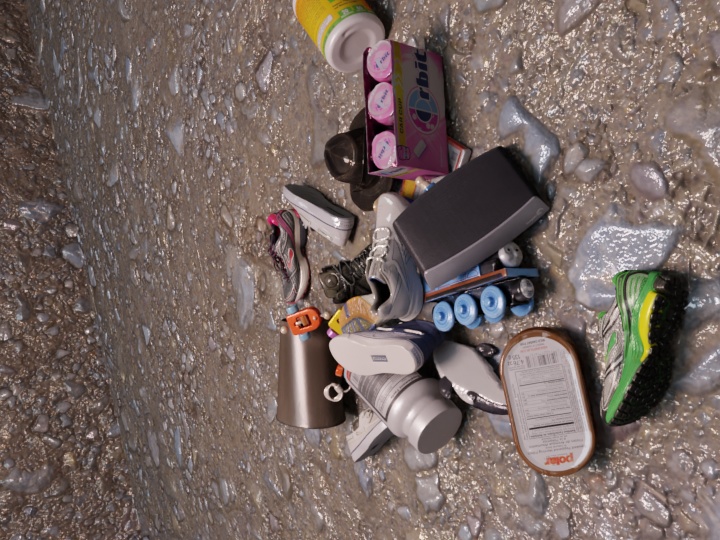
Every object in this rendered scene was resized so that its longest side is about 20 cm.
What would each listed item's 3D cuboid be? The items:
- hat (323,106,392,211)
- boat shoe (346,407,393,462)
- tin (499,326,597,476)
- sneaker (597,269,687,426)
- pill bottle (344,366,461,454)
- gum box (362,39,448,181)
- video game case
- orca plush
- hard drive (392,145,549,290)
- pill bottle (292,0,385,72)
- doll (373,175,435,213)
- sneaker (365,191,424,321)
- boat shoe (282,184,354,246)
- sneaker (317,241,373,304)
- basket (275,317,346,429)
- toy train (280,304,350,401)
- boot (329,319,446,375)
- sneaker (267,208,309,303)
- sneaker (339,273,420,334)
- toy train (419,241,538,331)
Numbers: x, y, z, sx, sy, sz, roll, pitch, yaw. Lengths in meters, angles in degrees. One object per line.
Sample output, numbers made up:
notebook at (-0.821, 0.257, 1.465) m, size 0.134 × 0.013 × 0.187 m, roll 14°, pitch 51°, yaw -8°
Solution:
hat at (-0.016, -0.197, 1.216) m, size 0.200 × 0.080 × 0.202 m, roll 178°, pitch 90°, yaw -65°
boat shoe at (0.023, 0.290, 1.305) m, size 0.070 × 0.071 × 0.200 m, roll 60°, pitch 146°, yaw 22°
tin at (0.252, 0.177, 0.945) m, size 0.111 × 0.042 × 0.201 m, roll -14°, pitch 86°, yaw 23°
sneaker at (0.329, 0.095, 0.850) m, size 0.085 × 0.078 × 0.201 m, roll 27°, pitch 110°, yaw 56°
pill bottle at (0.071, 0.208, 1.179) m, size 0.200 × 0.115 × 0.116 m, roll 42°, pitch 129°, yaw 41°
gum box at (0.069, -0.245, 1.066) m, size 0.066 × 0.113 × 0.201 m, roll -8°, pitch 82°, yaw 48°
video game case at (0.092, -0.173, 1.153) m, size 0.200 × 0.017 × 0.144 m, roll 43°, pitch 130°, yaw 40°
orca plush at (0.195, 0.175, 1.072) m, size 0.199 × 0.071 × 0.106 m, roll 15°, pitch 65°, yaw 41°
hard drive at (0.148, -0.079, 0.987) m, size 0.200 × 0.042 × 0.135 m, roll -35°, pitch 62°, yaw 12°
pill bottle at (-0.050, -0.448, 1.210) m, size 0.201 × 0.111 × 0.111 m, roll 58°, pitch 138°, yaw 28°
doll at (0.105, -0.084, 1.092) m, size 0.199 × 0.048 × 0.137 m, roll 12°, pitch 123°, yaw 45°
sneaker at (0.048, -0.021, 1.066) m, size 0.074 × 0.087 × 0.201 m, roll -8°, pitch 87°, yaw 45°
boat shoe at (-0.092, -0.108, 1.370) m, size 0.200 × 0.073 × 0.067 m, roll 37°, pitch 122°, yaw 43°
sneaker at (0.000, 0.000, 1.237) m, size 0.199 × 0.114 × 0.077 m, roll -46°, pitch 63°, yaw 46°
basket at (-0.103, 0.197, 1.405) m, size 0.180 × 0.135 × 0.201 m, roll -176°, pitch 84°, yaw -66°
toy train at (-0.052, 0.138, 1.320) m, size 0.150 × 0.056 × 0.201 m, roll -25°, pitch 97°, yaw 17°
boot at (0.044, 0.122, 1.141) m, size 0.199 × 0.090 × 0.073 m, roll 1°, pitch 116°, yaw 45°
sneaker at (-0.159, -0.029, 1.479) m, size 0.080 × 0.074 × 0.201 m, roll 7°, pitch 103°, yaw 53°
sneaker at (0.045, 0.065, 1.203) m, size 0.200 × 0.088 × 0.076 m, roll -33°, pitch 69°, yaw 44°
toy train at (0.171, 0.022, 1.032) m, size 0.200 × 0.086 × 0.115 m, roll -24°, pitch 72°, yaw 53°
